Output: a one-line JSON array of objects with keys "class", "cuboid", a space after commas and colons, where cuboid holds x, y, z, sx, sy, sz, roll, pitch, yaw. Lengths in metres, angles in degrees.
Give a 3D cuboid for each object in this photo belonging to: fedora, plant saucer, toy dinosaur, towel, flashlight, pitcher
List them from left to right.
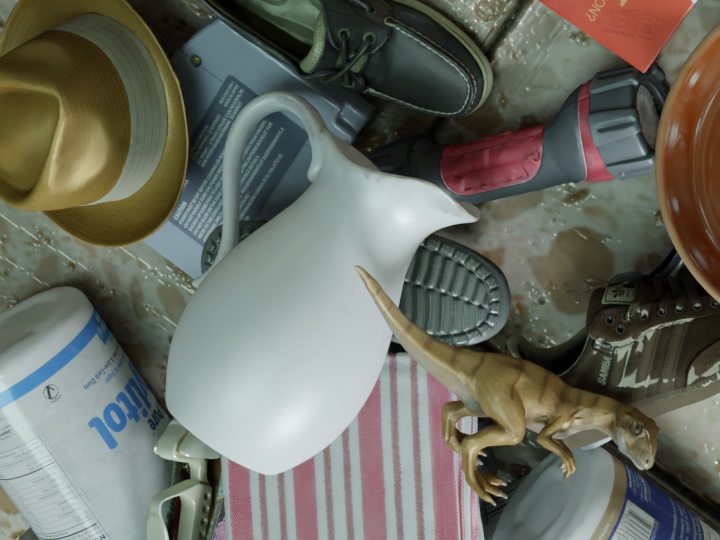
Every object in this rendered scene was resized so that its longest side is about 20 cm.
[{"class": "fedora", "cuboid": [-0.200, -0.097, 1.210, 0.200, 0.082, 0.201, 19, 120, 36]}, {"class": "pitcher", "cuboid": [-0.047, 0.004, 1.115, 0.171, 0.121, 0.200, 36, 96, 30]}, {"class": "towel", "cuboid": [-0.009, 0.127, 1.209, 0.199, 0.030, 0.147, -2, 90, 32]}, {"class": "toy dinosaur", "cuboid": [0.074, 0.069, 1.071, 0.199, 0.060, 0.106, 23, 116, 0]}, {"class": "flashlight", "cuboid": [0.092, -0.073, 1.115, 0.199, 0.068, 0.068, -11, 97, 33]}, {"class": "plant saucer", "cuboid": [0.260, -0.058, 0.998, 0.199, 0.032, 0.201, -1, 87, 14]}]

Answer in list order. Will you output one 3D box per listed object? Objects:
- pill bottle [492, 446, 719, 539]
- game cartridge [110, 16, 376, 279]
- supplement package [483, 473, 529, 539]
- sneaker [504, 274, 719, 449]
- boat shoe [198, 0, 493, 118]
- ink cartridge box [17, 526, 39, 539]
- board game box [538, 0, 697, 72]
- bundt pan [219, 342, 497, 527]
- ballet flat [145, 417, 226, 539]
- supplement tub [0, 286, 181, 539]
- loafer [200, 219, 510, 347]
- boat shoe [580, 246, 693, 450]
[{"class": "pill bottle", "cuboid": [0.192, 0.209, 1.217, 0.200, 0.111, 0.111, 37, 132, -16]}, {"class": "game cartridge", "cuboid": [-0.087, -0.078, 1.226, 0.133, 0.042, 0.200, 40, 131, 3]}, {"class": "supplement package", "cuboid": [0.089, 0.269, 1.323, 0.156, 0.111, 0.200, 47, 131, -8]}, {"class": "sneaker", "cuboid": [0.170, 0.037, 1.066, 0.200, 0.070, 0.076, -32, 103, 28]}, {"class": "boat shoe", "cuboid": [-0.018, -0.142, 1.124, 0.200, 0.066, 0.072, 30, 129, 6]}, {"class": "ink cartridge box", "cuboid": [-0.188, 0.272, 1.435, 0.200, 0.160, 0.047, 37, 109, 1]}, {"class": "board game box", "cuboid": [0.118, -0.225, 1.013, 0.200, 0.040, 0.153, 34, 131, 3]}, {"class": "bundt pan", "cuboid": [0.007, 0.131, 1.256, 0.201, 0.076, 0.203, 0, 90, 29]}, {"class": "ballet flat", "cuboid": [-0.117, 0.154, 1.311, 0.069, 0.071, 0.201, 3, 86, 47]}, {"class": "supplement tub", "cuboid": [-0.210, 0.125, 1.367, 0.132, 0.132, 0.200, -19, 112, 36]}, {"class": "loafer", "cuboid": [0.000, 0.000, 1.191, 0.199, 0.070, 0.076, 12, 99, 7]}, {"class": "boat shoe", "cuboid": [0.176, 0.032, 1.139, 0.068, 0.072, 0.200, 37, 128, -2]}]
